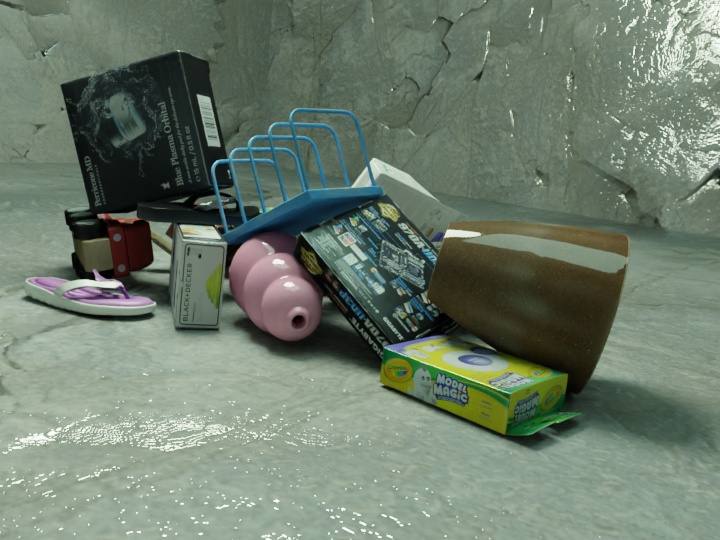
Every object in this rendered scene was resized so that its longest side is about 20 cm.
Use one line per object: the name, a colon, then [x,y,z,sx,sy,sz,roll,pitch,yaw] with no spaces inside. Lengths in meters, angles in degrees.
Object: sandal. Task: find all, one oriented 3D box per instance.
sandal: [-0.228,-0.093,1.145,0.198,0.044,0.075,-2,13,-43]
sandal: [-0.373,0.024,1.061,0.199,0.051,0.082,9,12,15]

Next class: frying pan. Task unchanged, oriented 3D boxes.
frying pan: [-0.220,-0.051,1.322,0.031,0.115,0.190,42,0,9]

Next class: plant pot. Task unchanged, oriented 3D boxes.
plant pot: [0.183,0.019,0.906,0.196,0.190,0.187,19,13,8]

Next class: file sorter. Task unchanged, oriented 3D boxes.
file sorter: [-0.095,-0.126,1.076,0.137,0.125,0.198,-9,-9,-46]

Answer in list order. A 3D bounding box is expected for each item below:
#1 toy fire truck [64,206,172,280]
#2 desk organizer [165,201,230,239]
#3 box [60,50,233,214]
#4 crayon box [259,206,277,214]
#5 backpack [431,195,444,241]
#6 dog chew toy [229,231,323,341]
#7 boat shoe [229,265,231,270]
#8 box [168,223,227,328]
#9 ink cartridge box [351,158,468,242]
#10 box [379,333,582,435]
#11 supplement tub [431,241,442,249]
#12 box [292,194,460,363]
toy fire truck: [-0.360,-0.038,1.262,0.196,0.131,0.175,-11,17,-24]
desk organizer: [-0.265,-0.071,1.405,0.076,0.072,0.200,36,8,7]
box: [-0.317,-0.202,1.180,0.196,0.201,0.117,-12,4,11]
crayon box: [-0.124,-0.051,1.381,0.057,0.121,0.200,9,11,18]
backpack: [0.103,-0.063,1.434,0.166,0.165,0.200,26,2,-15]
dog chew toy: [-0.103,0.027,1.023,0.122,0.127,0.200,1,20,-20]
boat shoe: [-0.142,0.021,1.216,0.067,0.058,0.198,-42,30,-23]
box: [-0.231,-0.001,1.092,0.059,0.119,0.200,4,10,-17]
ink cartridge box: [0.055,-0.078,1.285,0.198,0.161,0.051,19,33,-35]
box: [0.129,0.120,0.838,0.198,0.049,0.116,18,17,42]
supplement tub: [0.117,0.020,1.133,0.197,0.125,0.122,-3,14,-38]
box: [0.034,0.007,0.986,0.158,0.046,0.200,-26,65,-37]
